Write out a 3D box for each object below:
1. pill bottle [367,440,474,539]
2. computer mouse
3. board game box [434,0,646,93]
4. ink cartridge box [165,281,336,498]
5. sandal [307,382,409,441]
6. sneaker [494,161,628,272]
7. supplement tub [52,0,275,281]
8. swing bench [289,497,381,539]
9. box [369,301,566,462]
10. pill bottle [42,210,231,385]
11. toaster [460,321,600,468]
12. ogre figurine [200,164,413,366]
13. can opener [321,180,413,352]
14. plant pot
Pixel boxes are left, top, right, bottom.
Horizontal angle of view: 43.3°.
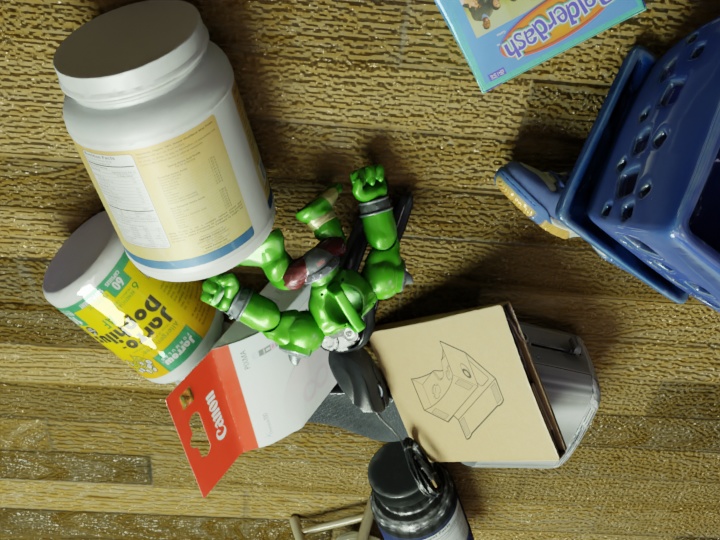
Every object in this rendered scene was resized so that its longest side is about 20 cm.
[{"bbox_3d":[0.076,0.308,1.151,0.110,0.113,0.202,-13,129,10],"label":"pill bottle"},{"bbox_3d":[0.033,0.157,0.987,0.034,0.059,0.201,-37,88,21],"label":"computer mouse"},{"bbox_3d":[0.120,-0.260,0.715,0.150,0.045,0.201,-24,127,17],"label":"board game box"},{"bbox_3d":[-0.103,0.121,0.939,0.056,0.201,0.164,14,136,25],"label":"ink cartridge box"},{"bbox_3d":[-0.019,0.150,1.065,0.197,0.043,0.077,11,129,4],"label":"sandal"},{"bbox_3d":[0.219,-0.073,0.869,0.198,0.076,0.089,21,116,-27],"label":"sneaker"},{"bbox_3d":[-0.162,-0.108,0.770,0.142,0.146,0.202,-10,130,6],"label":"supplement tub"},{"bbox_3d":[-0.005,0.454,1.213,0.128,0.202,0.200,-16,130,11],"label":"swing bench"},{"bbox_3d":[0.105,0.122,0.947,0.199,0.021,0.166,-14,102,49],"label":"box"},{"bbox_3d":[-0.210,0.042,0.916,0.112,0.114,0.200,-29,126,21],"label":"pill bottle"},{"bbox_3d":[0.181,0.148,1.019,0.127,0.115,0.202,7,128,-11],"label":"toaster"},{"bbox_3d":[-0.039,0.003,0.848,0.121,0.199,0.098,56,156,-8],"label":"ogre figurine"},{"bbox_3d":[0.000,0.000,0.922,0.062,0.079,0.202,15,120,-2],"label":"can opener"},{"bbox_3d":[0.293,-0.075,0.759,0.198,0.179,0.202,30,82,-25],"label":"plant pot"}]
